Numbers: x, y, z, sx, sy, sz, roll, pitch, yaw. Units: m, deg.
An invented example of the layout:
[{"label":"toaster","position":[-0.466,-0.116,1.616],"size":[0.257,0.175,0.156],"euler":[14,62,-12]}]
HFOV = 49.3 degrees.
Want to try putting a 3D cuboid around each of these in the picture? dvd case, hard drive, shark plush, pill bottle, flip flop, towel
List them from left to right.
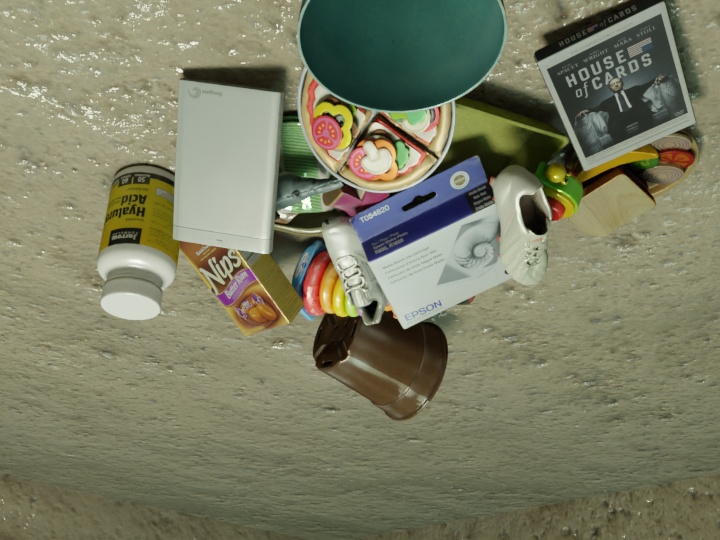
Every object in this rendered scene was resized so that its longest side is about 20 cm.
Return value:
[{"label":"pill bottle","position":[-0.313,-0.038,1.119],"size":[0.109,0.203,0.112],"euler":[0,151,0]},{"label":"hard drive","position":[-0.167,-0.129,0.982],"size":[0.130,0.027,0.203],"euler":[9,107,7]},{"label":"towel","position":[-0.127,-0.140,1.066],"size":[0.196,0.024,0.154],"euler":[-2,127,5]},{"label":"shark plush","position":[-0.114,-0.085,1.041],"size":[0.196,0.084,0.092],"euler":[-3,128,8]},{"label":"flip flop","position":[-0.106,-0.101,1.144],"size":[0.196,0.082,0.058],"euler":[5,145,3]},{"label":"dvd case","position":[0.309,-0.217,0.939],"size":[0.149,0.025,0.200],"euler":[-23,138,19]}]

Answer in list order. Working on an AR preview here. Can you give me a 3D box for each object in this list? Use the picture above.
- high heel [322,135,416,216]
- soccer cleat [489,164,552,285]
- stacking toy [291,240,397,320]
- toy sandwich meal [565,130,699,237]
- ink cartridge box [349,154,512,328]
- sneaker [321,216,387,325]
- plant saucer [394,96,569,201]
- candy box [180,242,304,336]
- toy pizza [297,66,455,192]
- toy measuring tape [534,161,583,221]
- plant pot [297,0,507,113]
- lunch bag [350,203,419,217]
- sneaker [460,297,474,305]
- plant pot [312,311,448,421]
[{"label":"high heel","position":[0.041,-0.133,1.021],"size":[0.095,0.068,0.200],"euler":[9,139,-40]},{"label":"soccer cleat","position":[0.218,-0.047,1.026],"size":[0.069,0.077,0.202],"euler":[-34,131,-14]},{"label":"stacking toy","position":[-0.006,0.037,1.273],"size":[0.197,0.117,0.110],"euler":[16,159,24]},{"label":"toy sandwich meal","position":[0.371,-0.125,1.093],"size":[0.201,0.071,0.206],"euler":[0,150,0]},{"label":"ink cartridge box","position":[0.109,-0.032,1.080],"size":[0.197,0.041,0.201],"euler":[-26,129,6]},{"label":"sneaker","position":[0.000,0.000,1.135],"size":[0.073,0.088,0.201],"euler":[-11,138,23]},{"label":"plant saucer","position":[0.142,-0.161,1.056],"size":[0.197,0.049,0.200],"euler":[11,149,-20]},{"label":"candy box","position":[-0.191,0.003,1.233],"size":[0.116,0.057,0.201],"euler":[-18,113,41]},{"label":"toy pizza","position":[0.014,-0.184,0.920],"size":[0.197,0.032,0.203],"euler":[9,118,17]},{"label":"toy measuring tape","position":[0.263,-0.088,1.082],"size":[0.072,0.075,0.201],"euler":[-2,157,3]},{"label":"plant pot","position":[0.038,-0.274,0.769],"size":[0.196,0.137,0.201],"euler":[0,150,0]},{"label":"lunch bag","position":[0.067,-0.048,1.192],"size":[0.197,0.077,0.161],"euler":[7,158,13]},{"label":"sneaker","position":[0.126,0.035,1.350],"size":[0.199,0.099,0.070],"euler":[24,141,-37]},{"label":"plant pot","position":[0.029,0.153,1.481],"size":[0.197,0.203,0.199],"euler":[29,140,-28]}]
